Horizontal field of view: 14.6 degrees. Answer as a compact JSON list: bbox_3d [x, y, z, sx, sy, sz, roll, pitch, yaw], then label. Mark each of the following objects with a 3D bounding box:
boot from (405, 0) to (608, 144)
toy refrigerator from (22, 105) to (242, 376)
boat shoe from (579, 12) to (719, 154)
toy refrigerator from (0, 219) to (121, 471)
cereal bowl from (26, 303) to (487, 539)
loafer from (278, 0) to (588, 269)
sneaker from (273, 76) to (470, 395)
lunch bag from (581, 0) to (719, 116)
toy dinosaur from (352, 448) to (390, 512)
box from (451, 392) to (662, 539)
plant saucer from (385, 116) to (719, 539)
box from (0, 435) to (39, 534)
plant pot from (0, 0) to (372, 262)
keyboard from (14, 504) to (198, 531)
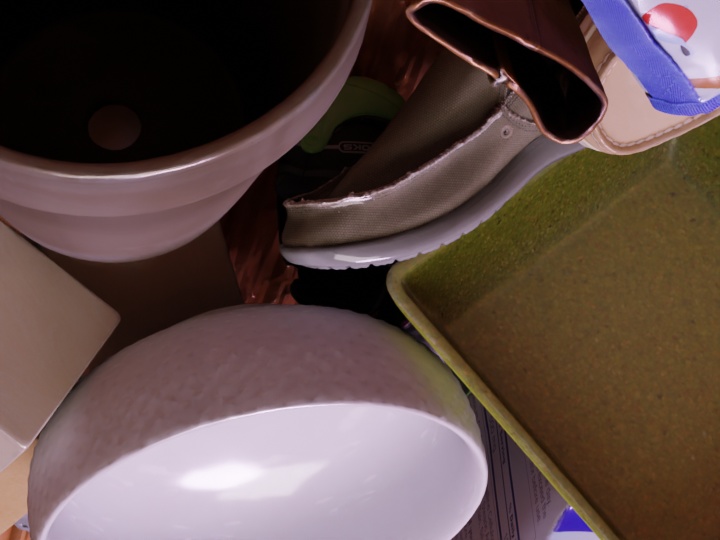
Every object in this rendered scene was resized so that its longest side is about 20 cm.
[{"bbox_3d":[0.007,-0.157,0.984,0.068,0.200,0.188,-25,138,24],"label":"boot"},{"bbox_3d":[-0.099,0.008,1.257,0.076,0.070,0.200,-26,142,-9],"label":"toy refrigerator"},{"bbox_3d":[0.168,-0.110,1.126,0.200,0.069,0.074,-37,121,1],"label":"boat shoe"},{"bbox_3d":[-0.206,-0.006,1.157,0.200,0.076,0.070,38,150,-8],"label":"toy refrigerator"},{"bbox_3d":[-0.049,0.074,1.209,0.200,0.083,0.200,-11,149,-7],"label":"cereal bowl"},{"bbox_3d":[0.042,-0.065,1.169,0.200,0.075,0.070,-32,108,-25],"label":"loafer"},{"bbox_3d":[0.000,0.000,1.258,0.077,0.084,0.200,6,143,28],"label":"sneaker"},{"bbox_3d":[0.119,-0.177,0.978,0.124,0.200,0.170,14,158,38],"label":"lunch bag"},{"bbox_3d":[-0.041,0.125,1.360,0.200,0.105,0.182,-18,163,-12],"label":"toy dinosaur"},{"bbox_3d":[0.102,0.095,1.324,0.105,0.184,0.200,6,140,-15],"label":"box"},{"bbox_3d":[0.135,0.036,1.201,0.200,0.200,0.048,-36,170,-29],"label":"plant saucer"},{"bbox_3d":[-0.246,0.092,1.257,0.200,0.021,0.163,24,129,-39],"label":"box"},{"bbox_3d":[-0.095,-0.090,1.082,0.200,0.200,0.174,-5,158,-4],"label":"plant pot"},{"bbox_3d":[-0.145,0.116,1.365,0.056,0.011,0.200,21,166,-25],"label":"keyboard"}]
